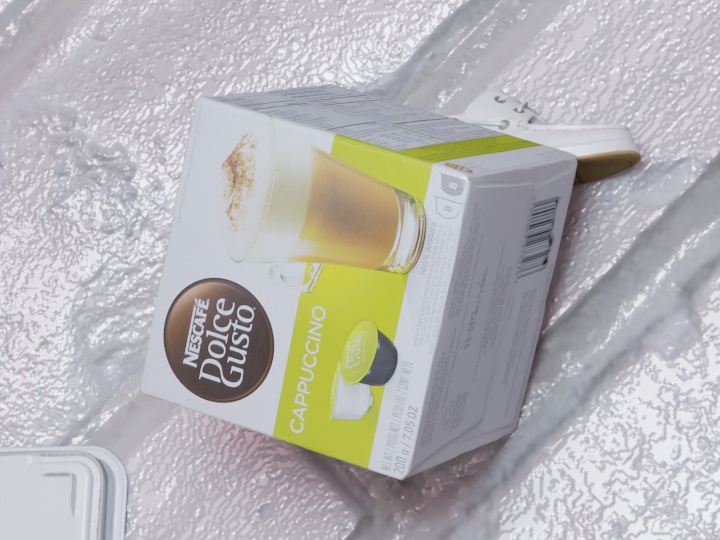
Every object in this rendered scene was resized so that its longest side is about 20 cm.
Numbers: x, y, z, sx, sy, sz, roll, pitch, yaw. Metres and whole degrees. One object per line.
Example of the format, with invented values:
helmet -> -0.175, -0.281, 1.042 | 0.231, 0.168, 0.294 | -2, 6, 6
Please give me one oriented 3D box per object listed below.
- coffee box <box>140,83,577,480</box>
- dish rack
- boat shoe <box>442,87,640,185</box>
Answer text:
coffee box -> 0.000, 0.000, 1.673 | 0.198, 0.200, 0.200 | 17, 103, 22
dish rack -> -0.253, 0.218, 1.804 | 0.171, 0.044, 0.200 | -3, 72, 17
boat shoe -> 0.094, -0.094, 1.773 | 0.200, 0.071, 0.069 | -3, 75, 18
